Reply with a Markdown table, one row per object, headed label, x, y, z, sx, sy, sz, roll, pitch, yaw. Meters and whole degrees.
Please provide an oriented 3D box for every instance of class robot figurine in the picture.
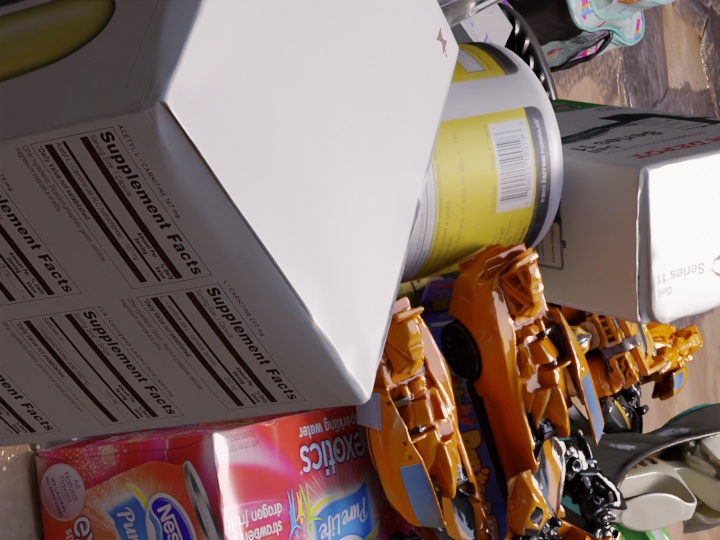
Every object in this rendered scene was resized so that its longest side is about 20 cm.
| label | x | y | z | sx | sy | sz | roll | pitch | yaw |
| --- | --- | --- | --- | --- | --- | --- | --- | --- | --- |
| robot figurine | 0.166 | 0.031 | 1.082 | 0.145 | 0.058 | 0.200 | 66 | 21 | 3 |
| robot figurine | 0.063 | 0.097 | 0.778 | 0.145 | 0.058 | 0.200 | -24 | 102 | -28 |

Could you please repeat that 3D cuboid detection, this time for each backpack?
| label | x | y | z | sx | sy | sz | roll | pitch | yaw |
| --- | --- | --- | --- | --- | --- | --- | --- | --- | --- |
| backpack | 0.144 | -0.236 | 1.208 | 0.200 | 0.153 | 0.176 | 1 | 72 | -72 |

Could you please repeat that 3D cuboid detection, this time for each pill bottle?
| label | x | y | z | sx | sy | sz | roll | pitch | yaw |
| --- | --- | --- | --- | --- | --- | --- | --- | --- | --- |
| pill bottle | -0.011 | -0.044 | 0.801 | 0.200 | 0.112 | 0.112 | -12 | 93 | -27 |

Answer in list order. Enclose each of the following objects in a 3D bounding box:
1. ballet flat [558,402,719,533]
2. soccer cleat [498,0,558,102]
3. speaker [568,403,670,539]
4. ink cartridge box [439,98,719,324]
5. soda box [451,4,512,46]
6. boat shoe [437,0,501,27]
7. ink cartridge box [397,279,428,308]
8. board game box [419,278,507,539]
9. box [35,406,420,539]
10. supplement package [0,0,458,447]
| label | x | y | z | sx | sy | sz | roll | pitch | yaw |
| --- | --- | --- | --- | --- | --- | --- | --- | --- | --- |
| ballet flat | 0.182 | 0.127 | 0.992 | 0.200 | 0.068 | 0.068 | -8 | 123 | -41 |
| soccer cleat | 0.069 | -0.162 | 1.064 | 0.200 | 0.068 | 0.073 | 55 | 22 | 10 |
| speaker | 0.133 | 0.157 | 1.054 | 0.200 | 0.088 | 0.088 | 56 | 23 | 13 |
| ink cartridge box | 0.131 | -0.039 | 0.913 | 0.146 | 0.200 | 0.083 | -13 | 108 | -36 |
| soda box | 0.003 | -0.190 | 0.945 | 0.200 | 0.068 | 0.063 | 53 | 31 | -18 |
| boat shoe | 0.010 | -0.131 | 0.885 | 0.199 | 0.074 | 0.068 | -34 | 118 | -13 |
| ink cartridge box | 0.000 | 0.000 | 0.964 | 0.200 | 0.047 | 0.198 | 60 | 32 | -31 |
| board game box | 0.062 | 0.081 | 0.918 | 0.200 | 0.045 | 0.135 | -51 | 134 | -81 |
| box | -0.050 | 0.115 | 0.770 | 0.200 | 0.095 | 0.100 | -3 | 85 | -64 |
| supplement package | -0.095 | -0.056 | 0.617 | 0.147 | 0.200 | 0.191 | 58 | 34 | -39 |
